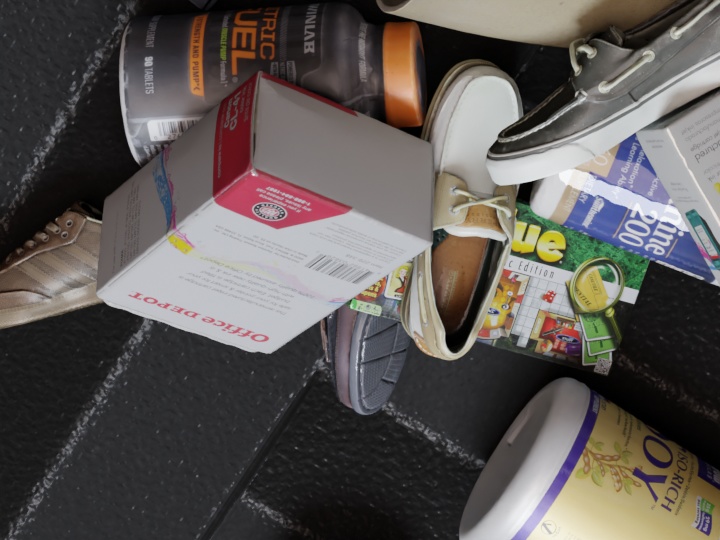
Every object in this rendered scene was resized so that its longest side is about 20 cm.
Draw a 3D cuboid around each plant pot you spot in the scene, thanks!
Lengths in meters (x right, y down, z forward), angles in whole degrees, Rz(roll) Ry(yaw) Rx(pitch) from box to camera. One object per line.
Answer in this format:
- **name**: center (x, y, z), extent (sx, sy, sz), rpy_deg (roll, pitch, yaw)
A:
- **plant pot**: center (0.138, -0.220, 1.614), extent (0.199, 0.187, 0.188), rpy_deg (19, 112, -17)

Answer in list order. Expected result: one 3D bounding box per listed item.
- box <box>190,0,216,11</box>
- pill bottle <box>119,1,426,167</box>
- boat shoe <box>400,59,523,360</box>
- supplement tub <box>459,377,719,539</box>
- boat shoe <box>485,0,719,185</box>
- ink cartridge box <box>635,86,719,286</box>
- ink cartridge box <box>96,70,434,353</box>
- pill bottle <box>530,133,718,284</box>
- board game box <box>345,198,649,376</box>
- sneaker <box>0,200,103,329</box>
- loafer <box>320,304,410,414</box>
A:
- **box**: center (-0.147, -0.272, 1.635), extent (0.200, 0.051, 0.158), rpy_deg (37, 155, -7)
- **pill bottle**: center (-0.056, -0.126, 1.697), extent (0.199, 0.106, 0.107), rpy_deg (-4, 110, 7)
- **boat shoe**: center (0.075, -0.038, 1.668), extent (0.074, 0.068, 0.201), rpy_deg (4, 104, -15)
- **supplement tub**: center (0.187, 0.184, 1.763), extent (0.200, 0.145, 0.146), rpy_deg (32, 111, -6)
- **boat shoe**: center (0.160, -0.123, 1.569), extent (0.200, 0.071, 0.064), rpy_deg (-29, 109, 4)
- **ink cartridge box**: center (0.276, -0.032, 1.585), extent (0.116, 0.067, 0.200), rpy_deg (-32, 97, -9)
- **ink cartridge box**: center (-0.065, -0.034, 1.667), extent (0.147, 0.086, 0.200), rpy_deg (21, 146, -30)
- **pill bottle**: center (0.224, -0.056, 1.678), extent (0.199, 0.111, 0.111), rpy_deg (21, 111, -1)
- **board game box**: center (0.097, 0.000, 1.733), extent (0.199, 0.023, 0.105), rpy_deg (14, 100, -17)
- **sneaker**: center (-0.209, -0.009, 1.791), extent (0.199, 0.070, 0.076), rpy_deg (-14, 91, 7)
- **loafer**: center (0.000, 0.000, 1.767), extent (0.063, 0.072, 0.201), rpy_deg (17, 111, 32)
